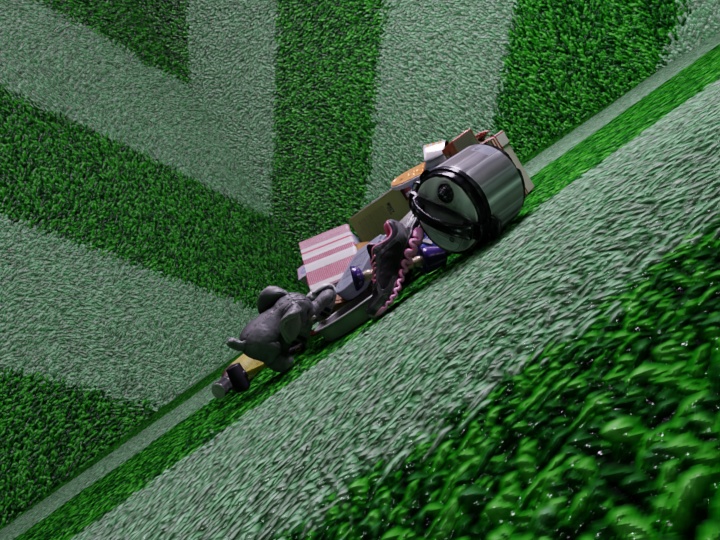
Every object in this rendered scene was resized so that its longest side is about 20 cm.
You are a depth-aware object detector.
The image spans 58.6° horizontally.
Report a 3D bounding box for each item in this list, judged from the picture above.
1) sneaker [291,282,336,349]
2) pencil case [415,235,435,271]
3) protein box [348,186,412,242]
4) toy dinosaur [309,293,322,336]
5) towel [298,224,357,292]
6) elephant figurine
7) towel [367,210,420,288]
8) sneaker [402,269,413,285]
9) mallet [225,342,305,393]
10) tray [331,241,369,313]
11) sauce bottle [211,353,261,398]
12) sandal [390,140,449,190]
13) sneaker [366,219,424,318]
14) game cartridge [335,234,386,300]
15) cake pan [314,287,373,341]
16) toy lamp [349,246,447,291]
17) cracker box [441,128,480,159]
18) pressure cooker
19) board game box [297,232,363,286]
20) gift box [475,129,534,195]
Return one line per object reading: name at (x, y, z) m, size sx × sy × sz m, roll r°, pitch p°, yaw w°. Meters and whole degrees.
sneaker at (-0.122, 0.095, 1.499) m, size 0.201 × 0.074 × 0.082 m, roll -52°, pitch 22°, yaw 28°
pencil case at (0.188, -0.080, 1.453) m, size 0.198 × 0.078 × 0.087 m, roll -35°, pitch -26°, yaw -17°
protein box at (0.115, -0.116, 1.680) m, size 0.199 × 0.201 × 0.135 m, roll -30°, pitch 5°, yaw 43°
toy dinosaur at (-0.071, 0.088, 1.602) m, size 0.198 × 0.105 × 0.183 m, roll -18°, pitch 30°, yaw 44°
towel at (-0.075, -0.030, 1.616) m, size 0.141 × 0.023 × 0.202 m, roll -21°, pitch 41°, yaw 3°
elephant figurine at (-0.163, 0.100, 1.363) m, size 0.202 × 0.140 × 0.155 m, roll -58°, pitch 0°, yaw 2°
towel at (0.062, -0.046, 1.457) m, size 0.194 × 0.034 × 0.200 m, roll -56°, pitch 9°, yaw -27°
sneaker at (0.098, -0.024, 1.515) m, size 0.077 × 0.076 × 0.200 m, roll -35°, pitch 7°, yaw 47°
mallet at (-0.216, 0.228, 1.504) m, size 0.196 × 0.067 × 0.041 m, roll -19°, pitch 5°, yaw 6°
tray at (-0.031, 0.015, 1.588) m, size 0.097 × 0.037 × 0.203 m, roll -10°, pitch 43°, yaw 19°
sauce bottle at (-0.312, 0.264, 1.633) m, size 0.064 × 0.065 × 0.200 m, roll -32°, pitch 4°, yaw 26°
sandal at (0.152, -0.257, 1.507) m, size 0.204 × 0.060 × 0.080 m, roll -27°, pitch 28°, yaw 16°
sneaker at (0.045, -0.008, 1.232) m, size 0.203 × 0.094 × 0.079 m, roll -65°, pitch 8°, yaw -16°
game cartridge at (0.000, 0.000, 1.436) m, size 0.135 × 0.040 × 0.200 m, roll -57°, pitch 8°, yaw -18°
cake pan at (-0.008, 0.086, 1.363) m, size 0.198 × 0.037 × 0.200 m, roll -34°, pitch 3°, yaw 2°
toy lamp at (0.079, -0.006, 1.303) m, size 0.196 × 0.060 × 0.058 m, roll -16°, pitch 2°, yaw -3°
cracker box at (0.257, -0.197, 1.389) m, size 0.057 × 0.202 × 0.134 m, roll -33°, pitch 2°, yaw 1°
pressure cooker at (0.197, -0.133, 1.232) m, size 0.199 × 0.181 × 0.175 m, roll -34°, pitch 6°, yaw -36°
board game box at (-0.037, 0.004, 1.773) m, size 0.198 × 0.198 × 0.044 m, roll -33°, pitch 46°, yaw 25°
gift box at (0.290, -0.220, 1.545) m, size 0.183 × 0.189 × 0.199 m, roll -31°, pitch 2°, yaw 35°
